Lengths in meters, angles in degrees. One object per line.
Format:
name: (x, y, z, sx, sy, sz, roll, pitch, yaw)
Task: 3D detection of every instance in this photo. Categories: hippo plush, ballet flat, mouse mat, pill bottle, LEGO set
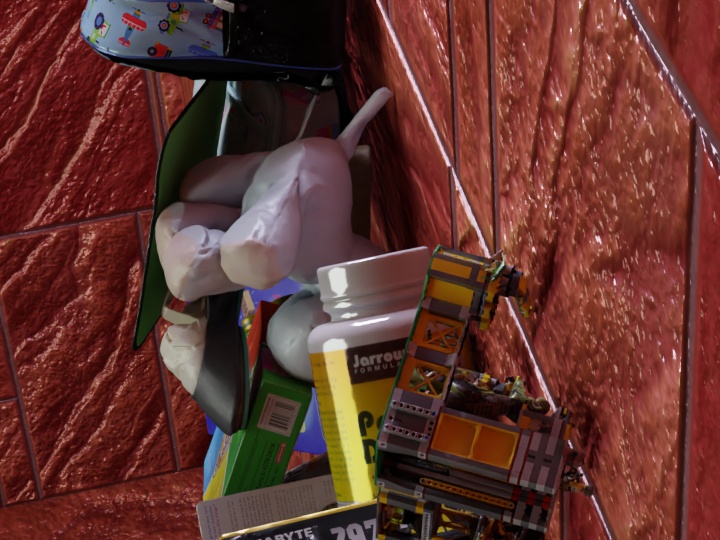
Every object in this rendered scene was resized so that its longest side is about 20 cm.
hippo plush: (-0.048, -0.010, 1.645, 0.159, 0.200, 0.161, 3, 136, 47)
ballet flat: (-0.119, 0.047, 1.680, 0.201, 0.072, 0.073, -93, -1, -48)
mouse mat: (-0.139, -0.054, 1.713, 0.161, 0.007, 0.201, -62, -15, -57)
pill bottle: (0.027, 0.090, 1.467, 0.109, 0.108, 0.202, 172, 86, -83)
LEGO set: (0.078, 0.089, 1.220, 0.201, 0.115, 0.155, 95, -168, -52)

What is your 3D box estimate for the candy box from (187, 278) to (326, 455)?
candy box: (-0.066, 0.066, 1.952, 0.199, 0.077, 0.171, 5, 108, 50)

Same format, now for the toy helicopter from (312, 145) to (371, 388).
toy helicopter: (0.000, 0.000, 1.774, 0.132, 0.078, 0.202, -81, -9, -86)

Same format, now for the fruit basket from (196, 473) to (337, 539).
fruit basket: (-0.006, 0.240, 1.598, 0.094, 0.198, 0.187, 28, -131, -81)

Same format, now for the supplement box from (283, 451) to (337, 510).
supplement box: (-0.003, 0.255, 1.790, 0.201, 0.073, 0.126, 63, -175, -3)

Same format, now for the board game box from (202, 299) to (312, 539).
board game box: (-0.083, 0.126, 1.726, 0.200, 0.040, 0.154, -102, 31, -74)

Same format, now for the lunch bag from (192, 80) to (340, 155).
lunch bag: (-0.083, -0.119, 1.794, 0.200, 0.076, 0.162, -129, 39, -54)

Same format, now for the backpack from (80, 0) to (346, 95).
backpack: (-0.112, -0.220, 1.663, 0.183, 0.198, 0.136, -102, 14, -67)

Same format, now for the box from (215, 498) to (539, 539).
box: (0.015, 0.213, 1.386, 0.050, 0.198, 0.161, -111, 12, -45)

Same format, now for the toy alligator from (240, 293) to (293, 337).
toy alligator: (-0.091, 0.070, 1.877, 0.200, 0.054, 0.060, -32, 78, 51)

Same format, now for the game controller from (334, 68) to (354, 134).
game controller: (-0.038, -0.179, 1.817, 0.104, 0.042, 0.202, 98, 162, -70)
